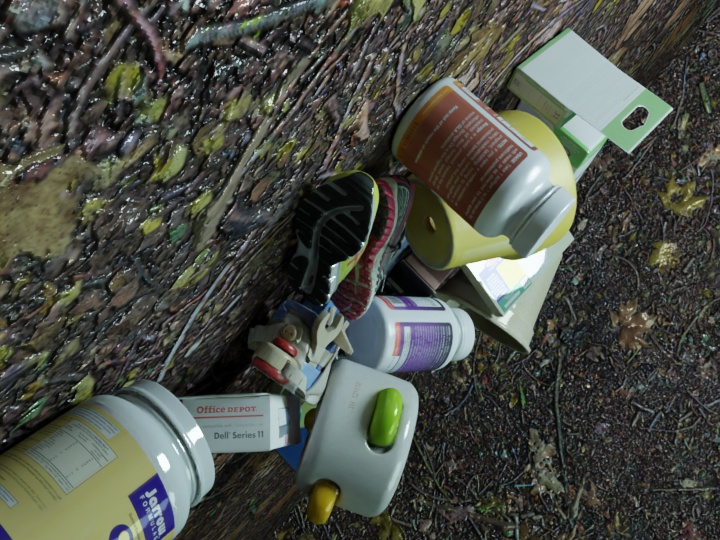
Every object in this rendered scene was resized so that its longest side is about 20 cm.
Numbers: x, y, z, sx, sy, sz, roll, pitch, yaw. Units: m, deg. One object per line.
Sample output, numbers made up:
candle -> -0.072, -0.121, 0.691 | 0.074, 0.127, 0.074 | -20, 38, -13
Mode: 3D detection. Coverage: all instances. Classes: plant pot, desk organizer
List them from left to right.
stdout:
desk organizer -> 0.098, -0.003, 1.186 | 0.077, 0.072, 0.200 | -46, 180, -12
plant pot -> 0.159, -0.094, 0.988 | 0.186, 0.203, 0.202 | -24, 158, -24
plant pot -> 0.259, 0.016, 1.285 | 0.185, 0.198, 0.201 | -57, 168, -5

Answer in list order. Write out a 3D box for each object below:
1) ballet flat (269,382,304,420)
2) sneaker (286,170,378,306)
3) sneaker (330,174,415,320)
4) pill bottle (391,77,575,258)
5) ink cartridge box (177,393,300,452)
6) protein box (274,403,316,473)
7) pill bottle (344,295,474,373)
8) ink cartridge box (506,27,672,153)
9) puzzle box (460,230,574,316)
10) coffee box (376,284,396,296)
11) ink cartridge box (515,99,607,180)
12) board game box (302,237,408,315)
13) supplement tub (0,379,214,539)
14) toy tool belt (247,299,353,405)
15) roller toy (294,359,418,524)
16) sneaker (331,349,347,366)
ballet flat -> -0.127, 0.215, 1.221 | 0.072, 0.072, 0.202 | -38, 163, -35
sneaker -> -0.022, -0.048, 0.778 | 0.090, 0.078, 0.201 | -48, 175, -36
sneaker -> 0.015, -0.023, 0.881 | 0.074, 0.080, 0.202 | -24, 146, -46
pill bottle -> 0.138, -0.112, 0.809 | 0.112, 0.200, 0.113 | -43, 166, -13
ink cartridge box -> -0.151, 0.190, 0.904 | 0.114, 0.069, 0.200 | -4, 169, 8
protein box -> -0.081, 0.297, 1.419 | 0.199, 0.135, 0.201 | -45, 167, -13
pill bottle -> 0.078, 0.097, 1.095 | 0.197, 0.112, 0.112 | 4, 134, -39
ink cartridge box -> 0.330, -0.250, 1.040 | 0.145, 0.200, 0.048 | -38, 165, -30
puzzle box -> 0.252, -0.040, 1.185 | 0.200, 0.134, 0.025 | -42, -167, -20
coffee box -> -0.028, 0.112, 1.263 | 0.201, 0.044, 0.123 | -54, 165, 19
ink cartridge box -> 0.323, -0.211, 1.253 | 0.084, 0.145, 0.201 | -40, 165, -24
board game box -> 0.000, 0.000, 1.045 | 0.199, 0.037, 0.152 | -30, 158, -56
supplement tub -> -0.234, 0.197, 0.603 | 0.199, 0.145, 0.146 | -35, 162, -43
toy tool belt -> -0.071, 0.081, 0.878 | 0.124, 0.123, 0.200 | -58, 171, -11
roller toy -> -0.012, 0.224, 0.975 | 0.183, 0.137, 0.204 | -78, -173, -78
sneaker -> -0.048, 0.120, 1.114 | 0.081, 0.079, 0.200 | -33, 168, 1
